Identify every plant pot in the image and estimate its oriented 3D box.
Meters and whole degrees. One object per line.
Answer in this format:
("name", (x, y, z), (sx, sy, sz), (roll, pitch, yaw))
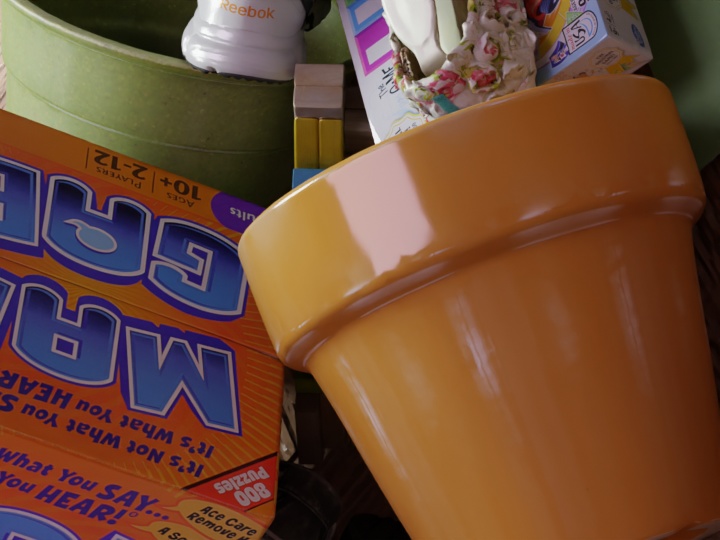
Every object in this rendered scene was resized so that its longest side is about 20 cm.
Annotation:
("plant pot", (-0.106, -0.050, 1.494), (0.200, 0.199, 0.191), (39, 124, 47))
("plant pot", (0.070, 0.042, 1.251), (0.200, 0.199, 0.184), (-31, 74, 42))

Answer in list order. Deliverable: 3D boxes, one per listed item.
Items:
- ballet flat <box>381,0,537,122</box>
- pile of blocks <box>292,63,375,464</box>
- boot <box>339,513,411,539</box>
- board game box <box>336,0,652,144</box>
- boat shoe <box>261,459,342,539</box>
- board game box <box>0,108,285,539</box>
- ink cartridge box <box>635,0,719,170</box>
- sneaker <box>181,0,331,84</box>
("ballet flat", (0.029, -0.146, 1.291), (0.076, 0.064, 0.201), (-37, 53, 28))
("pile of blocks", (0.000, 0.000, 1.386), (0.082, 0.062, 0.201), (-85, -6, -62))
("boot", (0.009, 0.224, 1.372), (0.131, 0.067, 0.201), (-57, 36, 30))
("board game box", (0.048, -0.146, 1.343), (0.134, 0.034, 0.201), (-36, 54, 31))
("boat shoe", (-0.047, 0.128, 1.433), (0.071, 0.072, 0.200), (-48, 11, -13))
("board game box", (-0.164, 0.074, 1.355), (0.201, 0.199, 0.200), (-87, 23, -48))
("ink cartridge box", (0.149, -0.167, 1.304), (0.145, 0.048, 0.201), (-43, 49, 35))
("sneaker", (-0.044, -0.155, 1.426), (0.200, 0.073, 0.081), (-95, 14, -69))
